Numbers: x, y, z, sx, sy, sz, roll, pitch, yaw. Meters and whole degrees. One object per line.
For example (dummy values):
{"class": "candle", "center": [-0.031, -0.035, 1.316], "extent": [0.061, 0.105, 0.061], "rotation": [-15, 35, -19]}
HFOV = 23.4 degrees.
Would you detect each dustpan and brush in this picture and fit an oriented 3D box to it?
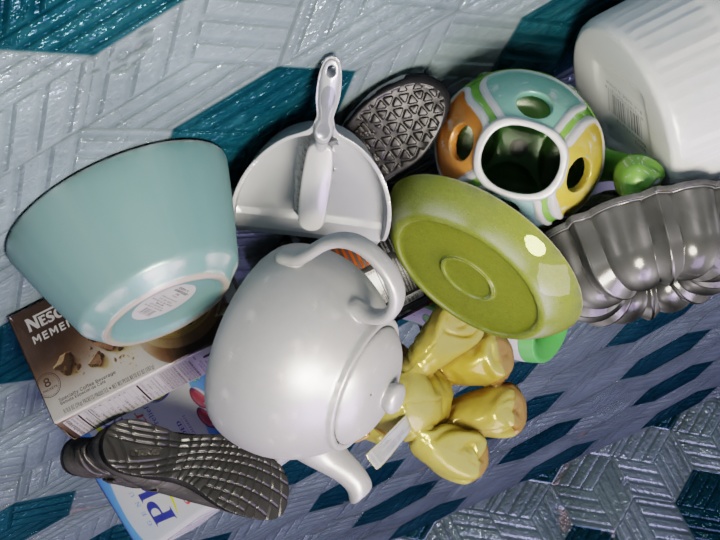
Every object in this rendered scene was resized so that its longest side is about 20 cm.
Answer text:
{"class": "dustpan and brush", "center": [-0.035, -0.098, 1.450], "extent": [0.139, 0.057, 0.201], "rotation": [6, 122, -4]}

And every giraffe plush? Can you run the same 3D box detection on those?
{"class": "giraffe plush", "center": [0.035, 0.122, 1.675], "extent": [0.199, 0.173, 0.162], "rotation": [-26, -166, -31]}

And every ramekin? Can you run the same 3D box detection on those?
{"class": "ramekin", "center": [0.271, -0.153, 1.537], "extent": [0.097, 0.201, 0.201], "rotation": [-23, 163, -14]}

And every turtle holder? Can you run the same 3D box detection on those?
{"class": "turtle holder", "center": [0.152, -0.092, 1.504], "extent": [0.141, 0.185, 0.132], "rotation": [-49, -176, 10]}

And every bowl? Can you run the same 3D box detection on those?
{"class": "bowl", "center": [-0.181, -0.010, 1.439], "extent": [0.200, 0.105, 0.201], "rotation": [-25, 164, -8]}

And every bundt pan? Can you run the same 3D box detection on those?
{"class": "bundt pan", "center": [0.256, -0.007, 1.529], "extent": [0.201, 0.076, 0.202], "rotation": [-13, 163, -4]}

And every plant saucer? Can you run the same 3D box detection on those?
{"class": "plant saucer", "center": [0.100, -0.002, 1.519], "extent": [0.031, 0.200, 0.200], "rotation": [-53, 174, -24]}

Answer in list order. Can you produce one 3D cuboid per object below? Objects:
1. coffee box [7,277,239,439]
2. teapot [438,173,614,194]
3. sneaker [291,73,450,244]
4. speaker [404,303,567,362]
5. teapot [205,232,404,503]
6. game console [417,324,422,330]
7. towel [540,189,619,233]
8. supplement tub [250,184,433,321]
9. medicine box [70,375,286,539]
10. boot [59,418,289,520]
{"class": "coffee box", "center": [-0.202, 0.055, 1.579], "extent": [0.199, 0.113, 0.080], "rotation": [-26, 164, -2]}
{"class": "teapot", "center": [0.183, -0.074, 1.733], "extent": [0.197, 0.147, 0.199], "rotation": [-39, 159, 33]}
{"class": "sneaker", "center": [0.001, -0.107, 1.533], "extent": [0.200, 0.072, 0.083], "rotation": [-45, -164, 24]}
{"class": "speaker", "center": [0.112, 0.030, 1.783], "extent": [0.088, 0.199, 0.089], "rotation": [-30, 130, -45]}
{"class": "teapot", "center": [-0.030, 0.078, 1.481], "extent": [0.198, 0.145, 0.200], "rotation": [-66, 160, -7]}
{"class": "game console", "center": [0.143, 0.004, 1.946], "extent": [0.199, 0.119, 0.172], "rotation": [-29, 163, 3]}
{"class": "towel", "center": [0.168, -0.009, 1.642], "extent": [0.199, 0.037, 0.148], "rotation": [-18, 153, 7]}
{"class": "supplement tub", "center": [0.000, 0.000, 1.709], "extent": [0.199, 0.123, 0.123], "rotation": [-26, 163, -2]}
{"class": "medicine box", "center": [-0.180, 0.155, 1.760], "extent": [0.200, 0.183, 0.103], "rotation": [-38, 171, 30]}
{"class": "boot", "center": [-0.175, 0.188, 1.653], "extent": [0.199, 0.070, 0.132], "rotation": [25, 159, -20]}
